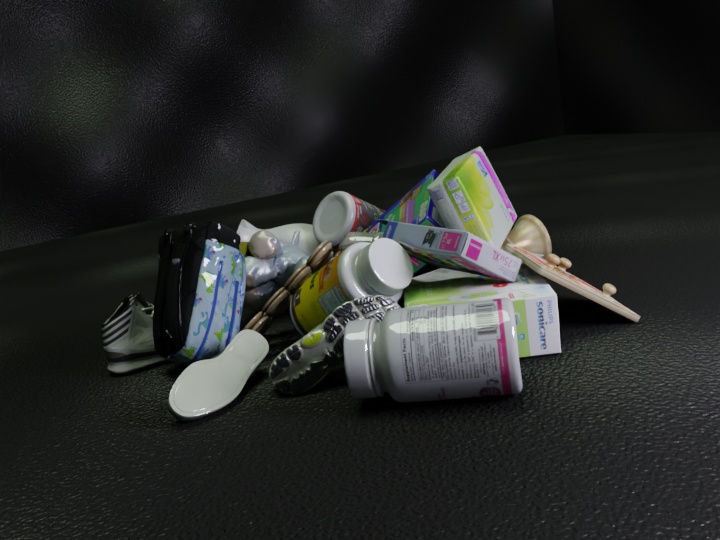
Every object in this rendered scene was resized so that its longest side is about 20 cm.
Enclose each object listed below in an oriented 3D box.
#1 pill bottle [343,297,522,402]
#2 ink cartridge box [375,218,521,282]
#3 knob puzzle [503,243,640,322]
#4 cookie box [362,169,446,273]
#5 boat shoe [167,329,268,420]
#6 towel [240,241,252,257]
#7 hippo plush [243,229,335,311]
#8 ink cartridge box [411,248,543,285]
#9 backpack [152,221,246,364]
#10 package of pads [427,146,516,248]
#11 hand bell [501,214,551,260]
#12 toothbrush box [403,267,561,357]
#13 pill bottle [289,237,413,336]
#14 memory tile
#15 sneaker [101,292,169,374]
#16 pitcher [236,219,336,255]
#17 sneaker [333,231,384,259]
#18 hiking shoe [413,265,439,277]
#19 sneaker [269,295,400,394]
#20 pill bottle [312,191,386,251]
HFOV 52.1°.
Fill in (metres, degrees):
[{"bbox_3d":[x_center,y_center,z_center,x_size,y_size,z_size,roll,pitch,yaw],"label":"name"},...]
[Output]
[{"bbox_3d":[0.087,0.098,0.879,0.200,0.114,0.113,-6,14,11],"label":"pill bottle"},{"bbox_3d":[0.117,-0.030,1.055,0.119,0.042,0.200,23,-4,-38],"label":"ink cartridge box"},{"bbox_3d":[0.300,-0.002,1.092,0.219,0.030,0.220,26,10,-5],"label":"knob puzzle"},{"bbox_3d":[0.080,-0.061,1.325,0.200,0.075,0.171,-40,20,31],"label":"cookie box"},{"bbox_3d":[-0.196,0.152,1.004,0.062,0.073,0.200,-52,-4,33],"label":"boat shoe"},{"bbox_3d":[-0.222,-0.012,1.306,0.018,0.086,0.200,23,9,20],"label":"towel"},{"bbox_3d":[-0.117,0.022,1.348,0.161,0.160,0.200,22,8,20],"label":"hippo plush"},{"bbox_3d":[0.198,0.023,1.210,0.200,0.067,0.117,-18,16,-30],"label":"ink cartridge box"},{"bbox_3d":[-0.250,0.046,1.133,0.163,0.200,0.154,-11,-33,42],"label":"backpack"},{"bbox_3d":[0.194,-0.110,1.257,0.068,0.155,0.200,-23,12,29],"label":"package of pads"},{"bbox_3d":[0.233,-0.028,1.326,0.200,0.104,0.104,-16,15,-24],"label":"hand bell"},{"bbox_3d":[0.163,0.065,1.028,0.200,0.086,0.146,-6,14,5],"label":"toothbrush box"},{"bbox_3d":[-0.013,0.030,1.079,0.109,0.109,0.200,-22,-10,-43],"label":"pill bottle"},{"bbox_3d":[-0.113,0.035,1.179,0.200,0.017,0.153,-48,-4,-6],"label":"memory tile"},{"bbox_3d":[-0.317,0.086,1.191,0.200,0.116,0.076,-16,15,-27],"label":"sneaker"},{"bbox_3d":[-0.153,-0.030,1.579,0.200,0.172,0.121,8,61,12],"label":"pitcher"},{"bbox_3d":[0.000,0.000,1.191,0.088,0.200,0.081,16,50,6],"label":"sneaker"},{"bbox_3d":[0.143,-0.018,1.402,0.101,0.076,0.200,-10,17,-15],"label":"hiking shoe"},{"bbox_3d":[-0.036,0.093,0.999,0.200,0.078,0.080,-28,3,-1],"label":"sneaker"},{"bbox_3d":[0.009,-0.079,1.513,0.116,0.116,0.200,5,-11,46],"label":"pill bottle"}]
